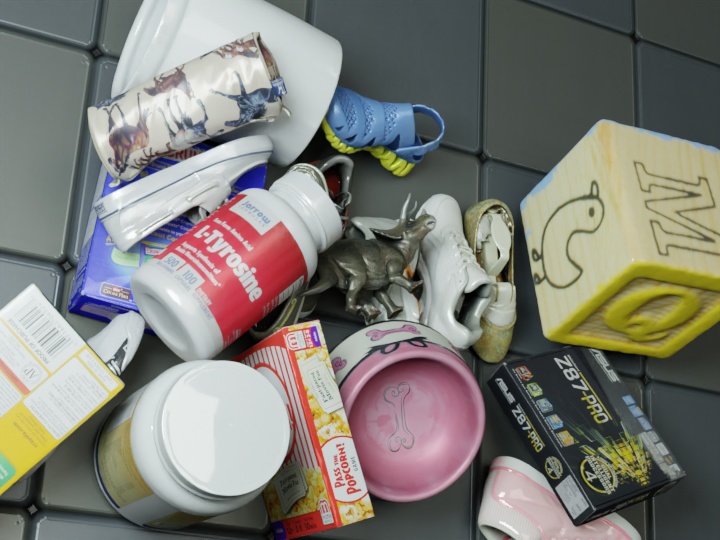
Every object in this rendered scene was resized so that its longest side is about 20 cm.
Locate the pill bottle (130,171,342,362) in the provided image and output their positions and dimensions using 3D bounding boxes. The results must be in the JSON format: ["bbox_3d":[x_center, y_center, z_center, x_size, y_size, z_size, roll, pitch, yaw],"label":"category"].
[{"bbox_3d":[-0.117,-0.008,1.203,0.200,0.112,0.112,-40,94,-25],"label":"pill bottle"}]

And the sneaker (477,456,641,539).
[{"bbox_3d":[0.220,0.303,1.396,0.200,0.075,0.105,31,57,-7],"label":"sneaker"}]

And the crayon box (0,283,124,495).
[{"bbox_3d":[-0.331,0.123,1.106,0.200,0.052,0.126,-42,98,-13],"label":"crayon box"}]

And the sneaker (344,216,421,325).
[{"bbox_3d":[0.014,0.029,1.389,0.092,0.076,0.200,9,62,-17],"label":"sneaker"}]

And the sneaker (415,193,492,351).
[{"bbox_3d":[0.115,0.003,1.422,0.078,0.099,0.200,10,72,-40],"label":"sneaker"}]

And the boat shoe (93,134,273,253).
[{"bbox_3d":[-0.168,-0.077,1.239,0.200,0.074,0.065,-27,92,-23],"label":"boat shoe"}]

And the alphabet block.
[{"bbox_3d":[0.332,-0.032,1.477,0.196,0.195,0.200,9,55,-23],"label":"alphabet block"}]

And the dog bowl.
[{"bbox_3d":[0.044,0.157,1.306,0.200,0.074,0.200,-4,101,-21],"label":"dog bowl"}]

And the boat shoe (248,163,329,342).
[{"bbox_3d":[-0.080,-0.019,1.306,0.072,0.060,0.202,13,86,7],"label":"boat shoe"}]

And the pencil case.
[{"bbox_3d":[-0.171,-0.157,1.211,0.200,0.078,0.089,-24,92,-2],"label":"pencil case"}]

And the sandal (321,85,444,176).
[{"bbox_3d":[0.026,-0.171,1.404,0.200,0.087,0.080,12,61,-53],"label":"sandal"}]

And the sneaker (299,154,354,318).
[{"bbox_3d":[-0.053,-0.047,1.364,0.077,0.082,0.200,20,65,-21],"label":"sneaker"}]

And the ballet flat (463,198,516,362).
[{"bbox_3d":[0.159,0.008,1.468,0.071,0.071,0.200,7,71,-26],"label":"ballet flat"}]

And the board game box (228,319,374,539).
[{"bbox_3d":[-0.064,0.167,1.248,0.046,0.151,0.200,-11,78,-30],"label":"board game box"}]

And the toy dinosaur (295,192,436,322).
[{"bbox_3d":[0.000,0.000,1.319,0.200,0.077,0.102,-19,64,-30],"label":"toy dinosaur"}]

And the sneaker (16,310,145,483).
[{"bbox_3d":[-0.303,0.095,1.176,0.115,0.075,0.200,42,74,-10],"label":"sneaker"}]

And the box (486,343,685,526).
[{"bbox_3d":[0.262,0.185,1.428,0.161,0.049,0.200,-8,56,-38],"label":"box"}]

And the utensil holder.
[{"bbox_3d":[-0.144,-0.220,1.327,0.200,0.170,0.170,24,64,-23],"label":"utensil holder"}]

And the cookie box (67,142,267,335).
[{"bbox_3d":[-0.199,-0.036,1.287,0.171,0.075,0.200,18,67,-22],"label":"cookie box"}]

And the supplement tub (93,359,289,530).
[{"bbox_3d":[-0.161,0.166,1.167,0.144,0.200,0.144,9,70,-25],"label":"supplement tub"}]
